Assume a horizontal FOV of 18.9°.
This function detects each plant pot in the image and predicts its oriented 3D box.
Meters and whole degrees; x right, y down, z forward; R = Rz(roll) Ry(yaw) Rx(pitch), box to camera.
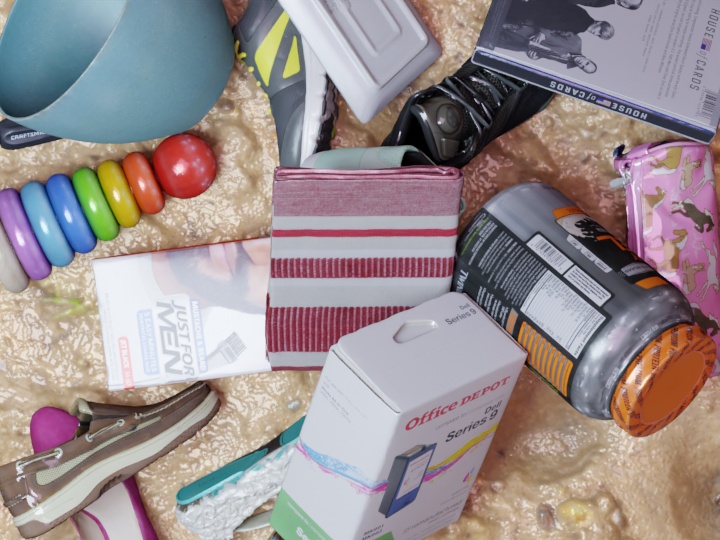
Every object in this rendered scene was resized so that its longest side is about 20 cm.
[{"bbox_3d":[-0.179,-0.180,1.718,0.135,0.200,0.200,29,94,-32],"label":"plant pot"}]

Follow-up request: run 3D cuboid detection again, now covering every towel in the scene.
[{"bbox_3d":[0.000,0.000,1.669,0.144,0.023,0.200,0,131,-5],"label":"towel"}]

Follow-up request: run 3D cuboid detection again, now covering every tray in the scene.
[{"bbox_3d":[-0.014,-0.227,1.725,0.107,0.022,0.200,-44,109,-28],"label":"tray"}]

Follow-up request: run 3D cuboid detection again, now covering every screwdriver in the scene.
[{"bbox_3d":[-0.334,-0.105,1.766,0.200,0.029,0.028,-9,53,-16],"label":"screwdriver"}]

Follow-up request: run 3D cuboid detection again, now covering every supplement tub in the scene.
[{"bbox_3d":[0.171,0.031,1.673,0.123,0.123,0.200,-50,60,3],"label":"supplement tub"}]

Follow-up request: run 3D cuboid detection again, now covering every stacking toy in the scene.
[{"bbox_3d":[-0.213,-0.059,1.768,0.200,0.085,0.085,-25,91,-3],"label":"stacking toy"}]

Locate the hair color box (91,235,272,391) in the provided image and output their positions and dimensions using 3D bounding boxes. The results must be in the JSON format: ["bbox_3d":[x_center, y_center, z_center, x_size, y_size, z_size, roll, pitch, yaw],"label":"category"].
[{"bbox_3d":[-0.112,0.031,1.769,0.200,0.064,0.111,-8,91,1],"label":"hair color box"}]

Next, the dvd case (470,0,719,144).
[{"bbox_3d":[0.203,-0.194,1.728,0.200,0.025,0.150,20,58,1],"label":"dvd case"}]

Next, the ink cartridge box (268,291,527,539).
[{"bbox_3d":[0.027,0.129,1.673,0.087,0.145,0.200,42,134,28],"label":"ink cartridge box"}]

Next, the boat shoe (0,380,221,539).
[{"bbox_3d":[-0.203,0.132,1.735,0.202,0.075,0.075,-33,93,-33],"label":"boat shoe"}]

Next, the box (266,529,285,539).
[{"bbox_3d":[-0.048,0.342,1.747,0.193,0.122,0.200,37,94,1],"label":"box"}]

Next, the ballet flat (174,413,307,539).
[{"bbox_3d":[-0.058,0.163,1.774,0.200,0.072,0.072,-31,90,10],"label":"ballet flat"}]

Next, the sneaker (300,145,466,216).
[{"bbox_3d":[0.040,-0.010,1.712,0.118,0.074,0.201,-7,121,39],"label":"sneaker"}]

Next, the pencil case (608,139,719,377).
[{"bbox_3d":[0.248,-0.005,1.743,0.086,0.083,0.200,-5,93,2],"label":"pencil case"}]

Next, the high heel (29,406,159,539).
[{"bbox_3d":[-0.212,0.200,1.762,0.067,0.096,0.200,-29,91,3],"label":"high heel"}]

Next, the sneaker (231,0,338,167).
[{"bbox_3d":[-0.063,-0.169,1.763,0.084,0.074,0.200,0,83,8],"label":"sneaker"}]

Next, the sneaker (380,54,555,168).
[{"bbox_3d":[0.097,-0.136,1.730,0.199,0.114,0.076,-39,92,1],"label":"sneaker"}]
